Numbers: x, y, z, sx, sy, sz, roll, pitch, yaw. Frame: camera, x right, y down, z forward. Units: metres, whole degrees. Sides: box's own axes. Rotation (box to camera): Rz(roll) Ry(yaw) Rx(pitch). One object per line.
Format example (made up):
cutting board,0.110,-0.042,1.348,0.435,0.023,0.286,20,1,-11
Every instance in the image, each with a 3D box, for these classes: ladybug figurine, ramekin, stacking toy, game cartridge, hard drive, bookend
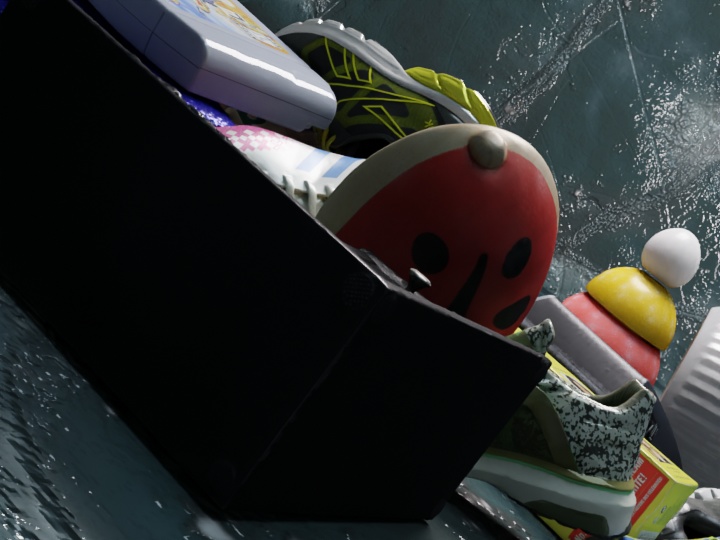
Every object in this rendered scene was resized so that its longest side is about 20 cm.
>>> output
ladybug figurine,0.037,0.004,0.699,0.133,0.201,0.073,2,54,-13
ramekin,0.304,0.126,1.120,0.104,0.202,0.200,29,5,13
stacking toy,0.225,0.048,1.152,0.145,0.201,0.146,37,7,-5
game cartridge,-0.112,-0.163,0.868,0.132,0.042,0.200,21,19,-47
hard drive,0.175,0.105,0.961,0.135,0.042,0.201,45,-10,38
bookend,-0.044,0.001,0.546,0.198,0.093,0.200,42,7,26

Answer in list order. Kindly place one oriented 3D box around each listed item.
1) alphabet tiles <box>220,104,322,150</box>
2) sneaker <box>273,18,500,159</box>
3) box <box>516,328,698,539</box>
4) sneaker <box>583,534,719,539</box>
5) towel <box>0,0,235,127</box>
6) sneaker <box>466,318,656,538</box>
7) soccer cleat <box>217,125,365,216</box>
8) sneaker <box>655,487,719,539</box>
alphabet tiles,-0.081,-0.110,0.935,0.197,0.015,0.196,-1,37,-25
sneaker,-0.006,-0.104,0.879,0.198,0.085,0.075,23,-32,33
box,0.103,0.091,0.804,0.200,0.076,0.050,44,12,30
sneaker,0.199,0.160,0.720,0.199,0.106,0.076,33,8,-41
towel,-0.158,-0.131,0.827,0.146,0.050,0.200,13,23,-31
sneaker,0.063,0.058,0.671,0.198,0.090,0.077,22,7,-12
soccer cleat,-0.027,-0.037,0.751,0.198,0.071,0.086,2,17,-42
sneaker,0.221,0.183,0.864,0.199,0.067,0.091,27,15,-41
